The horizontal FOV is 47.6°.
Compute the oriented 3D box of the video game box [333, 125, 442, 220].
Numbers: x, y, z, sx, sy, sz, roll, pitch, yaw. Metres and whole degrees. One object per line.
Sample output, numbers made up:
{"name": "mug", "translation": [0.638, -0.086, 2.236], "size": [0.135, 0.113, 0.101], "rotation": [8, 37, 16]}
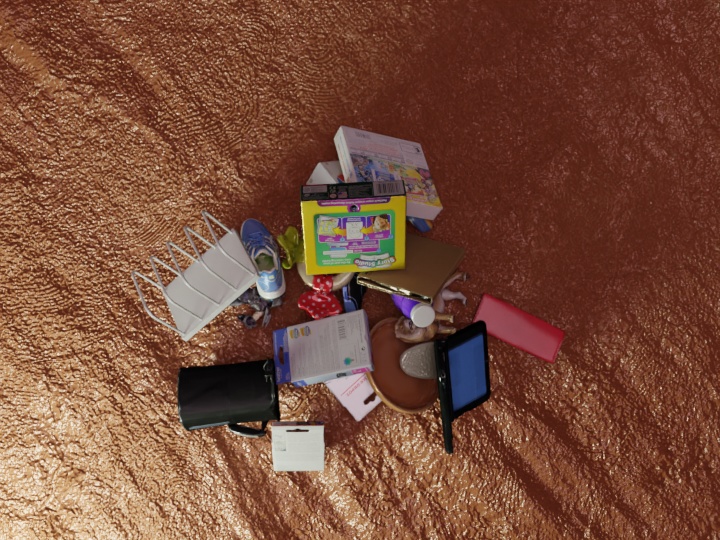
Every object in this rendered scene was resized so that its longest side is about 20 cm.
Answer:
{"name": "video game box", "translation": [0.055, -0.196, 1.648], "size": [0.196, 0.047, 0.185], "rotation": [8, 48, -29]}

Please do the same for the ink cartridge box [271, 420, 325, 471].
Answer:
{"name": "ink cartridge box", "translation": [-0.124, 0.337, 1.629], "size": [0.106, 0.202, 0.051], "rotation": [0, 52, -3]}

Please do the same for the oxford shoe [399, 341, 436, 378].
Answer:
{"name": "oxford shoe", "translation": [0.164, 0.177, 1.691], "size": [0.196, 0.057, 0.077], "rotation": [-11, 99, -26]}

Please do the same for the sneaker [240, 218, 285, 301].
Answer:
{"name": "sneaker", "translation": [-0.197, -0.037, 1.661], "size": [0.074, 0.078, 0.202], "rotation": [-18, 54, -13]}

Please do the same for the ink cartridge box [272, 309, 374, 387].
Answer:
{"name": "ink cartridge box", "translation": [-0.075, 0.158, 1.622], "size": [0.195, 0.042, 0.122], "rotation": [-12, 63, 8]}

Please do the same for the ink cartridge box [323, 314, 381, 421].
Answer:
{"name": "ink cartridge box", "translation": [-0.030, 0.199, 1.699], "size": [0.116, 0.068, 0.201], "rotation": [-40, 90, -4]}

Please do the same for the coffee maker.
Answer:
{"name": "coffee maker", "translation": [-0.265, 0.237, 1.629], "size": [0.195, 0.136, 0.195], "rotation": [-6, 132, -4]}

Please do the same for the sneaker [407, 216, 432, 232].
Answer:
{"name": "sneaker", "translation": [0.064, -0.141, 1.722], "size": [0.200, 0.075, 0.088], "rotation": [45, 94, 8]}

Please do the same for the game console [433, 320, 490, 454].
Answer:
{"name": "game console", "translation": [0.211, 0.233, 1.633], "size": [0.114, 0.177, 0.204], "rotation": [-7, 117, 4]}

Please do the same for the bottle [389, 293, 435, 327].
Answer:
{"name": "bottle", "translation": [0.103, 0.044, 1.648], "size": [0.082, 0.201, 0.066], "rotation": [-20, 119, -3]}

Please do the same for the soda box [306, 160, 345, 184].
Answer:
{"name": "soda box", "translation": [-0.022, -0.134, 1.670], "size": [0.201, 0.067, 0.064], "rotation": [51, 125, 21]}

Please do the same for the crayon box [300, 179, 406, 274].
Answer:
{"name": "crayon box", "translation": [-0.012, -0.080, 1.552], "size": [0.195, 0.059, 0.175], "rotation": [-3, 130, -2]}

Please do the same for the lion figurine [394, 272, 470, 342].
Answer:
{"name": "lion figurine", "translation": [0.153, 0.074, 1.702], "size": [0.120, 0.201, 0.073], "rotation": [3, 132, 26]}

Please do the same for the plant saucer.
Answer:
{"name": "plant saucer", "translation": [0.083, 0.198, 1.676], "size": [0.197, 0.037, 0.204], "rotation": [18, 56, -28]}

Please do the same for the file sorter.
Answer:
{"name": "file sorter", "translation": [-0.323, 0.004, 1.584], "size": [0.199, 0.124, 0.140], "rotation": [-39, 54, 6]}

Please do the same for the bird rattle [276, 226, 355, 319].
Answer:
{"name": "bird rattle", "translation": [-0.080, -0.009, 1.651], "size": [0.162, 0.113, 0.202], "rotation": [-33, 70, 4]}

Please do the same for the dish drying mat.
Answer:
{"name": "dish drying mat", "translation": [0.338, 0.124, 1.748], "size": [0.197, 0.018, 0.078], "rotation": [25, 86, -1]}

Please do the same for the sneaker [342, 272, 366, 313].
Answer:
{"name": "sneaker", "translation": [0.000, 0.000, 1.707], "size": [0.076, 0.070, 0.205], "rotation": [-2, 87, 4]}

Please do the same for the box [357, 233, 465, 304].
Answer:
{"name": "box", "translation": [0.106, -0.010, 1.640], "size": [0.160, 0.200, 0.022], "rotation": [16, 125, 20]}

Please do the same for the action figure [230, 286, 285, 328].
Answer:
{"name": "action figure", "translation": [-0.251, 0.049, 1.696], "size": [0.195, 0.069, 0.133], "rotation": [10, 80, -7]}
